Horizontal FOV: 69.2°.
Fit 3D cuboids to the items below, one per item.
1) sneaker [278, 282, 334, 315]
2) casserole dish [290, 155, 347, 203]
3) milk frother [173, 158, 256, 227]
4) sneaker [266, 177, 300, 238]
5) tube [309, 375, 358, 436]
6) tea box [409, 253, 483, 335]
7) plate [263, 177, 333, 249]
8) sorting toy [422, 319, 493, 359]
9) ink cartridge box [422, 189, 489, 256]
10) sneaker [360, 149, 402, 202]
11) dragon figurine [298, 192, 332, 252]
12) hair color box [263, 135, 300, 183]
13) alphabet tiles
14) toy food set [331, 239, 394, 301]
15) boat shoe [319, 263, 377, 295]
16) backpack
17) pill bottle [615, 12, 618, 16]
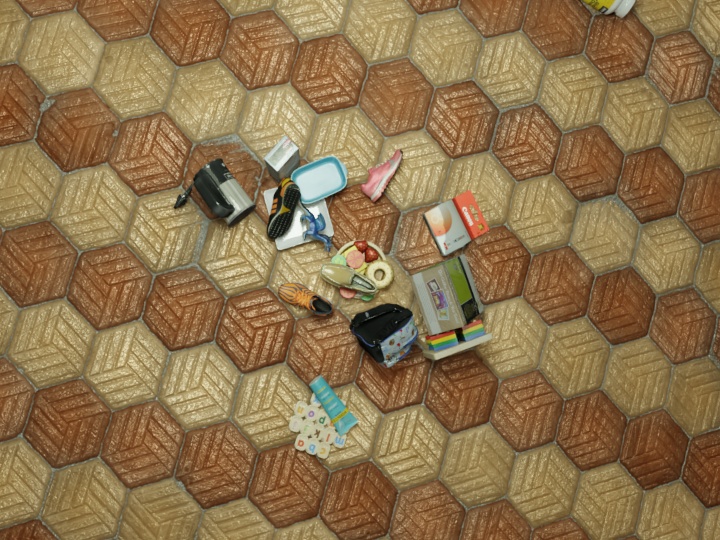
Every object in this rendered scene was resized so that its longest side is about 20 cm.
[{"bbox_3d":[-0.175,0.090,1.699,0.196,0.112,0.079,19,86,-5],"label":"sneaker"},{"bbox_3d":[-0.138,-0.297,1.726,0.197,0.039,0.123,-24,89,-8],"label":"casserole dish"},{"bbox_3d":[-0.478,-0.219,1.686,0.199,0.180,0.189,-37,91,37],"label":"milk frother"},{"bbox_3d":[-0.258,-0.203,1.695,0.069,0.090,0.203,10,115,-37],"label":"sneaker"},{"bbox_3d":[-0.093,0.442,1.720,0.077,0.050,0.202,-35,95,-1],"label":"tube"},{"bbox_3d":[0.281,0.076,1.687,0.132,0.195,0.204,-20,89,33],"label":"tea box"},{"bbox_3d":[-0.207,-0.190,1.748,0.195,0.032,0.205,-15,89,-6],"label":"plate"},{"bbox_3d":[0.302,0.220,1.698,0.195,0.200,0.071,-19,85,-6],"label":"sorting toy"},{"bbox_3d":[0.332,-0.165,1.792,0.197,0.050,0.165,-27,91,-3],"label":"ink cartridge box"},{"bbox_3d":[0.072,-0.335,1.761,0.086,0.074,0.202,32,85,-2],"label":"sneaker"},{"bbox_3d":[-0.147,-0.156,1.704,0.097,0.059,0.205,-12,96,-9],"label":"dragon figurine"},{"bbox_3d":[-0.247,-0.348,1.665,0.060,0.200,0.099,42,84,-2],"label":"hair color box"},{"bbox_3d":[-0.134,0.511,1.736,0.196,0.015,0.200,20,83,-5],"label":"alphabet tiles"},{"bbox_3d":[0.000,0.000,1.753,0.196,0.049,0.202,-33,92,-6],"label":"toy food set"},{"bbox_3d":[-0.037,0.024,1.686,0.196,0.076,0.073,17,87,-4],"label":"boat shoe"},{"bbox_3d":[0.093,0.204,1.690,0.189,0.199,0.156,-35,122,-13],"label":"backpack"},{"bbox_3d":[0.865,-0.983,1.844,0.197,0.112,0.114,28,85,-3],"label":"pill bottle"}]
